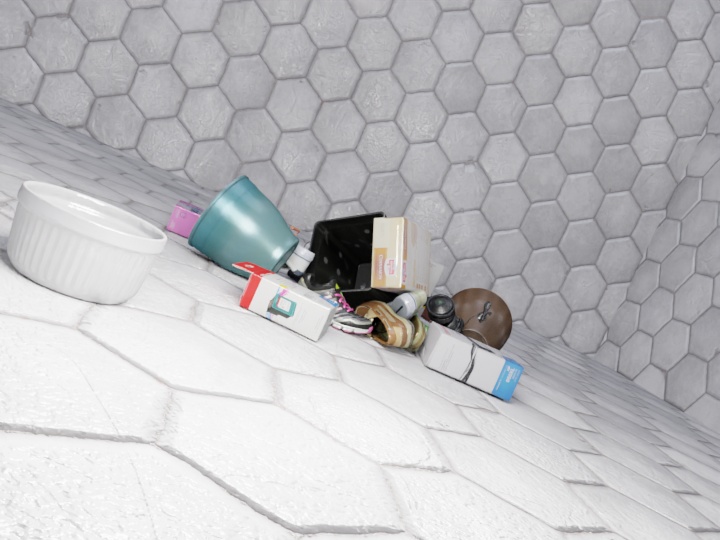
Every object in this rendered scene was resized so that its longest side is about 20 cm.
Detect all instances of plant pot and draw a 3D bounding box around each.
[{"bbox_3d":[-0.246,-0.074,1.592,0.188,0.200,0.200,40,6,2],"label":"plant pot"},{"bbox_3d":[0.000,0.000,1.715,0.199,0.201,0.177,-6,-30,31],"label":"plant pot"},{"bbox_3d":[0.284,0.161,1.807,0.186,0.188,0.200,25,20,7],"label":"plant pot"}]

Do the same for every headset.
[{"bbox_3d":[0.208,0.104,1.685,0.199,0.094,0.124,-1,-47,39],"label":"headset"}]

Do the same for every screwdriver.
[{"bbox_3d":[-0.111,0.040,1.858,0.199,0.028,0.029,24,-25,30],"label":"screwdriver"}]

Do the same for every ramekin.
[{"bbox_3d":[-0.376,-0.034,0.974,0.199,0.106,0.200,24,5,-2],"label":"ramekin"}]

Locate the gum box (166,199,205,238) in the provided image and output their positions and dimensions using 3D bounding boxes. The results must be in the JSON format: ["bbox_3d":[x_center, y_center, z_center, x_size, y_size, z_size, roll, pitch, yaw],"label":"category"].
[{"bbox_3d":[-0.432,-0.126,1.858,0.113,0.066,0.200,22,5,-14],"label":"gum box"}]

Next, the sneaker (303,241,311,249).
[{"bbox_3d":[-0.094,0.000,1.878,0.108,0.070,0.200,29,-18,19],"label":"sneaker"}]

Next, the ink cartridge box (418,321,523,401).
[{"bbox_3d":[0.240,0.198,1.587,0.199,0.085,0.145,23,4,-6],"label":"ink cartridge box"}]

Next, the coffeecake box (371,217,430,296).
[{"bbox_3d":[0.095,-0.027,1.625,0.073,0.155,0.200,0,-7,23],"label":"coffeecake box"}]

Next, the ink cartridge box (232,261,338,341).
[{"bbox_3d":[-0.149,0.054,1.337,0.199,0.068,0.116,25,5,4],"label":"ink cartridge box"}]

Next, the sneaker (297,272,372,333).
[{"bbox_3d":[-0.057,0.066,1.528,0.199,0.088,0.074,26,5,14],"label":"sneaker"}]

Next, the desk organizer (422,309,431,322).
[{"bbox_3d":[0.217,0.112,2.394,0.071,0.077,0.200,21,6,-33],"label":"desk organizer"}]

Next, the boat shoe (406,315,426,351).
[{"bbox_3d":[0.122,0.149,1.645,0.063,0.073,0.201,36,-6,-7],"label":"boat shoe"}]

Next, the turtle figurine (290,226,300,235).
[{"bbox_3d":[-0.269,-0.099,1.836,0.199,0.161,0.065,12,49,-42],"label":"turtle figurine"}]

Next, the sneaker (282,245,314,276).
[{"bbox_3d":[-0.186,-0.043,1.720,0.073,0.071,0.200,32,-2,-35],"label":"sneaker"}]

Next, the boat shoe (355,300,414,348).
[{"bbox_3d":[0.038,0.115,1.569,0.074,0.076,0.200,-2,13,-31],"label":"boat shoe"}]

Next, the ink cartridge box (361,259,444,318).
[{"bbox_3d":[0.091,0.038,1.875,0.147,0.201,0.144,28,4,41],"label":"ink cartridge box"}]

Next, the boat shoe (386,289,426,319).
[{"bbox_3d":[0.092,0.097,1.626,0.062,0.072,0.200,-19,-10,-25],"label":"boat shoe"}]
